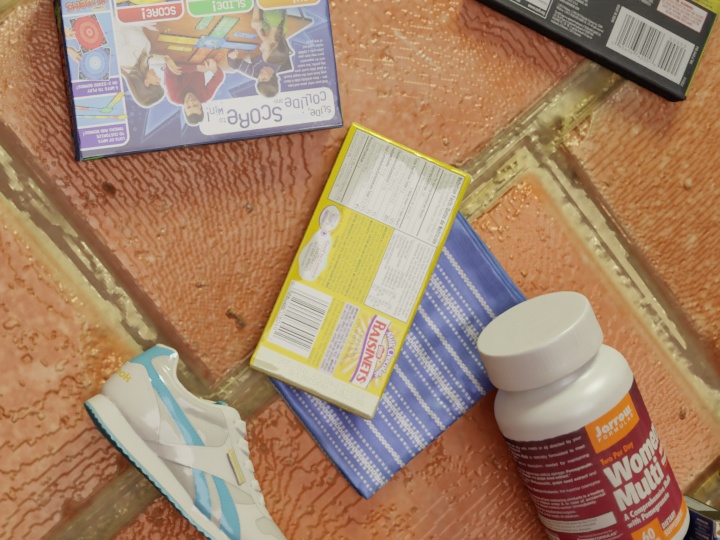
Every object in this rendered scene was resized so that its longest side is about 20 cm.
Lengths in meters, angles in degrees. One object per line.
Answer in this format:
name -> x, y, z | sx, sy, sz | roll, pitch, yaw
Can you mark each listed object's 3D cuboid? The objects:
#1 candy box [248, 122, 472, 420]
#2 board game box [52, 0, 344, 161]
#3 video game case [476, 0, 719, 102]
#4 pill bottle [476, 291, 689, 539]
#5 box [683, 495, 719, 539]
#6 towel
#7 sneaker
candy box -> 0.000, 0.000, 1.223 | 0.102, 0.026, 0.201 | 24, 81, -7
board game box -> -0.118, -0.159, 1.191 | 0.198, 0.034, 0.137 | -8, 95, -16
video game case -> 0.204, -0.258, 1.291 | 0.199, 0.025, 0.182 | 24, 85, -15
pill bottle -> 0.167, 0.125, 1.233 | 0.109, 0.109, 0.201 | -30, 109, -14
box -> 0.262, 0.285, 1.273 | 0.032, 0.121, 0.202 | 3, 92, -10
towel -> 0.036, 0.060, 1.251 | 0.200, 0.024, 0.145 | -39, 101, -12
sneaker -> -0.107, 0.144, 1.185 | 0.081, 0.076, 0.200 | -44, 105, -13
